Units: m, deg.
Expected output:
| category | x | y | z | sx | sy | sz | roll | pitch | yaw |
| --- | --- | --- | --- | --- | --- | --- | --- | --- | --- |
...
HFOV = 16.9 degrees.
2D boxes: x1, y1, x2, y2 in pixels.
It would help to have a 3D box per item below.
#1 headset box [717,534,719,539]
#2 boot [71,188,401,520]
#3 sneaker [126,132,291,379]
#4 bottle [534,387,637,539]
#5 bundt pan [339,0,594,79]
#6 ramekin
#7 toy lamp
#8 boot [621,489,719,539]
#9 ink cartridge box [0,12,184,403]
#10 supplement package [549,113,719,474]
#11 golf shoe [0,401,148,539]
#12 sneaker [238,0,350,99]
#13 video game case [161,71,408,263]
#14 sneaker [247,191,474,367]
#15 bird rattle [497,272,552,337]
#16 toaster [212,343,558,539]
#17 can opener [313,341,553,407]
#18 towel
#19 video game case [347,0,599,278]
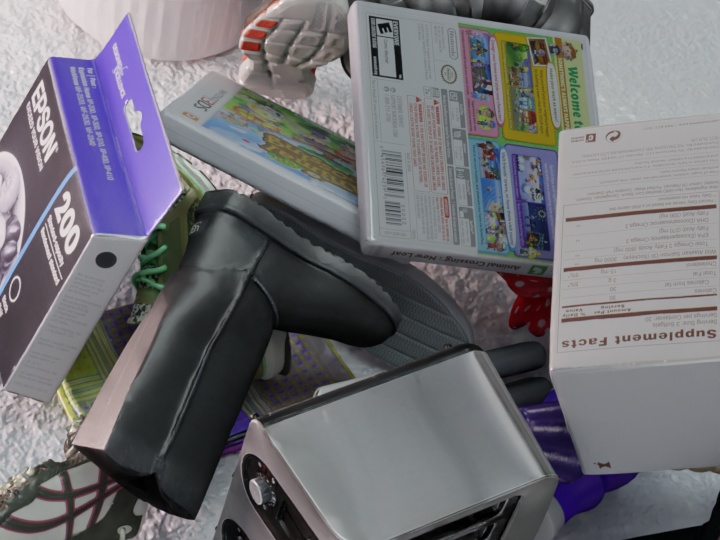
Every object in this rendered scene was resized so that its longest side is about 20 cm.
| category | x | y | z | sx | sy | sz | roll | pitch | yaw |
| --- | --- | --- | --- | --- | --- | --- | --- | --- | --- |
| headset box | 0.283 | 0.212 | 1.532 | 0.149 | 0.200 | 0.077 | -15 | 59 | -24 |
| boot | -0.076 | 0.072 | 1.570 | 0.165 | 0.066 | 0.200 | 33 | 62 | -18 |
| sneaker | -0.126 | 0.000 | 1.641 | 0.089 | 0.077 | 0.200 | -30 | 89 | -25 |
| bottle | 0.165 | 0.110 | 1.683 | 0.083 | 0.065 | 0.200 | 33 | 51 | 15 |
| bundt pan | 0.080 | -0.165 | 1.806 | 0.201 | 0.202 | 0.076 | 3 | 44 | -9 |
| ramekin | -0.152 | -0.258 | 1.905 | 0.200 | 0.098 | 0.201 | 6 | 50 | -7 |
| toy lamp | 0.185 | 0.119 | 1.615 | 0.200 | 0.058 | 0.058 | 9 | 46 | -29 |
| boot | 0.226 | 0.168 | 1.581 | 0.200 | 0.168 | 0.077 | -7 | 52 | -17 |
| ink cartridge box | -0.199 | -0.049 | 1.637 | 0.043 | 0.200 | 0.198 | 17 | 33 | -31 |
| supplement package | 0.189 | 0.015 | 1.544 | 0.117 | 0.117 | 0.200 | -5 | 51 | 14 |
| golf shoe | -0.188 | 0.156 | 1.562 | 0.200 | 0.077 | 0.088 | -41 | 97 | -20 |
| sneaker | -0.052 | -0.192 | 1.798 | 0.077 | 0.200 | 0.082 | 11 | 74 | -12 |
| video game case | -0.040 | -0.078 | 1.738 | 0.200 | 0.022 | 0.182 | 27 | 16 | 0 |
| sneaker | 0.000 | 0.000 | 1.731 | 0.200 | 0.073 | 0.071 | 36 | 25 | -3 |
| bird rattle | 0.193 | -0.021 | 1.737 | 0.200 | 0.113 | 0.163 | -19 | 13 | -38 |
| toaster | 0.018 | 0.150 | 1.546 | 0.200 | 0.181 | 0.119 | -19 | 62 | -26 |
| can opener | 0.043 | 0.089 | 1.678 | 0.200 | 0.066 | 0.053 | -13 | 93 | -29 |
| towel | -0.113 | 0.067 | 1.689 | 0.200 | 0.023 | 0.144 | -15 | 56 | -24 |
| video game case | 0.083 | -0.090 | 1.684 | 0.182 | 0.022 | 0.200 | 7 | 59 | -17 |
